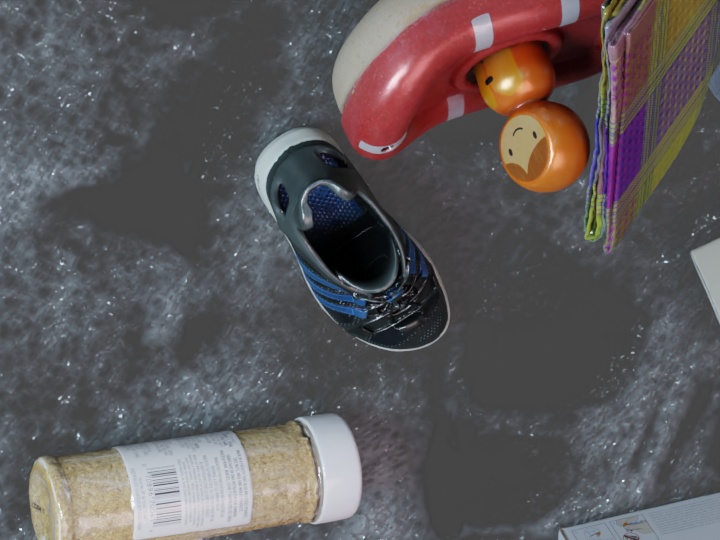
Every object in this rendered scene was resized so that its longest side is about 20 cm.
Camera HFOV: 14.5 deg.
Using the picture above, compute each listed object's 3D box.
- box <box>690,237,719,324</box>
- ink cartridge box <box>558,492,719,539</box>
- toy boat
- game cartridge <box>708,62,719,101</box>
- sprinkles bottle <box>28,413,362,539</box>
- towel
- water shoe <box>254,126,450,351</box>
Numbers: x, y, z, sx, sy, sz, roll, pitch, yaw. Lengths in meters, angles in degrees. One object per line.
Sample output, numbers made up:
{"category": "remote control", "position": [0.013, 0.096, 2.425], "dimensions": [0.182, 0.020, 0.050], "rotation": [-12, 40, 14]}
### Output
{"category": "box", "position": [0.318, -0.017, 1.799], "dimensions": [0.200, 0.068, 0.082], "rotation": [-25, 160, 11]}
{"category": "ink cartridge box", "position": [0.238, 0.251, 2.000], "dimensions": [0.200, 0.084, 0.176], "rotation": [-11, 129, -18]}
{"category": "toy boat", "position": [0.087, -0.104, 1.601], "dimensions": [0.200, 0.131, 0.131], "rotation": [-18, 163, -13]}
{"category": "game cartridge", "position": [0.321, -0.124, 1.785], "dimensions": [0.200, 0.040, 0.133], "rotation": [13, 122, -33]}
{"category": "sprinkles bottle", "position": [-0.102, 0.134, 1.754], "dimensions": [0.200, 0.068, 0.068], "rotation": [-7, 128, -21]}
{"category": "towel", "position": [0.167, -0.118, 1.587], "dimensions": [0.144, 0.023, 0.200], "rotation": [-54, 158, -30]}
{"category": "water shoe", "position": [0.000, 0.000, 1.692], "dimensions": [0.071, 0.079, 0.200], "rotation": [-36, 132, 4]}
